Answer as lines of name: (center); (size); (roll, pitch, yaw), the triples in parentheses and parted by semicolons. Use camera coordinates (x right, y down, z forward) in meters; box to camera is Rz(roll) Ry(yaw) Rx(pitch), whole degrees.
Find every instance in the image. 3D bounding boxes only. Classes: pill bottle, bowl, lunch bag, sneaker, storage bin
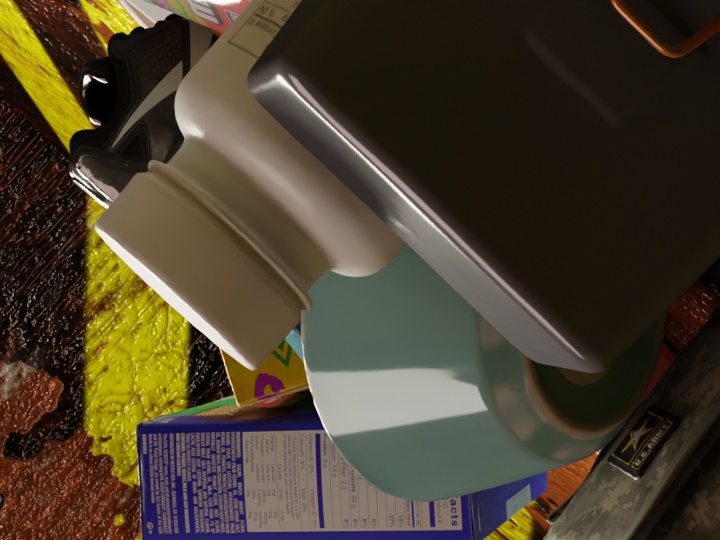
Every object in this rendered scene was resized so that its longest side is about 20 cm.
pill bottle: (-0.011, -0.063, 0.853); (0.114, 0.200, 0.114); (40, 173, 6)
bowl: (0.076, 0.018, 1.018); (0.104, 0.202, 0.201); (2, 145, 44)
lunch bag: (0.190, 0.120, 0.998); (0.200, 0.165, 0.118); (34, 175, 42)
sneaker: (-0.085, -0.101, 1.042); (0.097, 0.201, 0.071); (24, 147, 0)
storage bin: (0.064, -0.063, 0.732); (0.200, 0.135, 0.145); (42, 172, -10)

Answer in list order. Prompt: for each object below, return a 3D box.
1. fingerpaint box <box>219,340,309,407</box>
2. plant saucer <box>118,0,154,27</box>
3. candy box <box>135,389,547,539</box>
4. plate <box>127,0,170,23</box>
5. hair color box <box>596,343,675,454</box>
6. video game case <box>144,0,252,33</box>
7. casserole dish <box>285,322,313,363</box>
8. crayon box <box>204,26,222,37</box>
fingerpaint box: (-0.038, -0.016, 1.201); (0.200, 0.073, 0.168); (1, -108, -78)
plant saucer: (-0.114, -0.166, 1.426); (0.200, 0.032, 0.200); (42, 172, 7)
candy box: (-0.006, 0.110, 1.202); (0.198, 0.078, 0.169); (-2, -177, 18)
plate: (-0.137, -0.198, 1.199); (0.200, 0.032, 0.200); (38, 172, 26)
hair color box: (0.151, 0.065, 1.269); (0.200, 0.061, 0.101); (45, 171, -25)
video game case: (-0.115, -0.175, 0.937); (0.199, 0.017, 0.143); (28, 155, 46)
casserole dish: (0.000, 0.000, 1.038); (0.039, 0.122, 0.200); (5, 143, 45)
crayon box: (-0.055, -0.170, 0.925); (0.127, 0.051, 0.201); (37, 160, 24)
